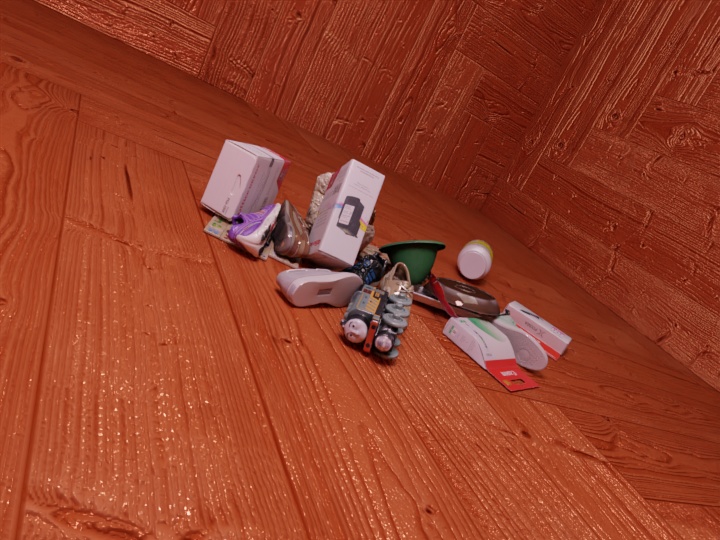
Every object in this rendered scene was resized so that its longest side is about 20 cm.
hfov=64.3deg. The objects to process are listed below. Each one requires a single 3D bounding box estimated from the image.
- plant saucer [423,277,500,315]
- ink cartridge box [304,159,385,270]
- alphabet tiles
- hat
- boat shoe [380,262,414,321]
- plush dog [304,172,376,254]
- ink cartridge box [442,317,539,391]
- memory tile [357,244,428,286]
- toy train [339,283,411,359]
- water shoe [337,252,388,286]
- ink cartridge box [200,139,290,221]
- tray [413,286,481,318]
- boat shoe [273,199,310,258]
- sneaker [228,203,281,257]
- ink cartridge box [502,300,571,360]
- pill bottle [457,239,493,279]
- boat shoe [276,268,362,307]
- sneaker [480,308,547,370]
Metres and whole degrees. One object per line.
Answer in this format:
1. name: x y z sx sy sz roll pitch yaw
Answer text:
1. plant saucer: 0.253 0.057 1.406 0.196 0.033 0.200 16 11 -3
2. ink cartridge box: -0.039 -0.110 1.203 0.081 0.204 0.145 23 -11 -18
3. alphabet tiles: -0.214 -0.063 1.181 0.197 0.008 0.168 26 17 -11
4. hat: 0.128 0.029 1.349 0.161 0.181 0.200 -3 -6 -1
5. boat shoe: 0.080 0.049 1.217 0.071 0.066 0.201 27 26 -11
6. plush dog: -0.047 -0.107 1.360 0.168 0.201 0.163 16 52 -8
7. ink cartridge box: 0.296 0.177 1.256 0.159 0.051 0.199 8 25 -50
8. memory tile: 0.084 -0.016 1.472 0.197 0.017 0.153 26 14 14
9. toy train: 0.027 0.087 1.028 0.112 0.087 0.200 17 18 4
10. water shoe: 0.000 0.000 1.223 0.071 0.080 0.200 32 17 13
11. ink cartridge box: -0.245 -0.194 1.246 0.082 0.149 0.200 28 12 8
12. tray: 0.186 0.072 1.376 0.196 0.023 0.107 20 10 -9
13. boat shoe: -0.147 -0.083 1.227 0.071 0.076 0.201 25 26 -24
14. sneaker: -0.211 -0.097 1.145 0.082 0.082 0.200 21 18 -3
15. ink cartridge box: 0.493 0.165 1.622 0.198 0.044 0.173 36 16 20
16. pill bottle: 0.376 -0.033 1.880 0.111 0.114 0.200 31 17 9
17. boat shoe: -0.075 0.026 1.062 0.068 0.073 0.198 39 28 31
18. sneaker: 0.383 0.161 1.385 0.199 0.075 0.117 37 25 33
